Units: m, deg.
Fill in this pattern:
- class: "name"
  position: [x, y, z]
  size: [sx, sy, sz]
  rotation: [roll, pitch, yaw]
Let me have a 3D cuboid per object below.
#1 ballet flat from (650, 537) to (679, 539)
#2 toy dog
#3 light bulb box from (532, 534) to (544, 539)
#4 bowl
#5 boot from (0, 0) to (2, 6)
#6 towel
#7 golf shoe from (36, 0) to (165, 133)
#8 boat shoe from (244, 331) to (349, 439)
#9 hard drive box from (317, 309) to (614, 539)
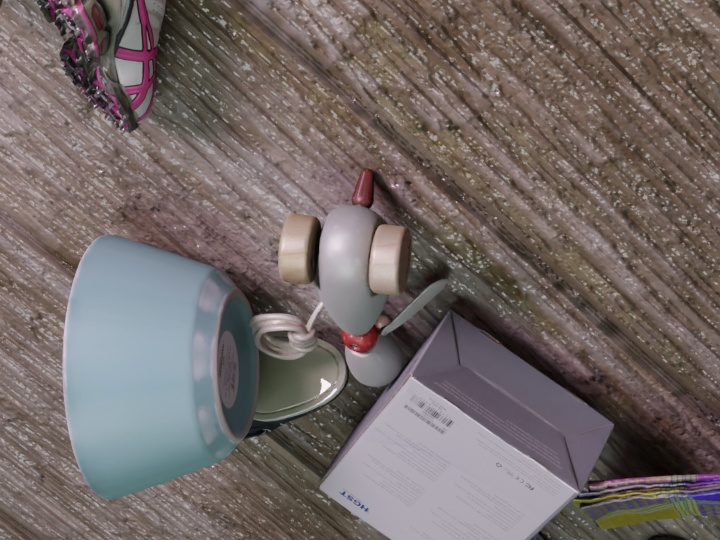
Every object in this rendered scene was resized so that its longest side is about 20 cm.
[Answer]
- class: "ballet flat"
  position: [0.322, 0.271, 1.707]
  size: [0.199, 0.047, 0.068]
  rotation: [18, 138, 2]
- class: "toy dog"
  position: [0.000, 0.000, 1.540]
  size: [0.131, 0.097, 0.200]
  rotation: [19, 153, -3]
- class: "light bulb box"
  position: [0.099, 0.331, 1.797]
  size: [0.199, 0.125, 0.198]
  rotation: [-21, 124, 37]
- class: "bowl"
  position: [-0.140, 0.072, 1.574]
  size: [0.104, 0.202, 0.202]
  rotation: [-2, 134, 13]
- class: "boot"
  position: [-0.299, -0.193, 1.386]
  size: [0.199, 0.155, 0.072]
  rotation: [-10, 130, 28]
- class: "towel"
  position: [0.266, 0.176, 1.592]
  size: [0.199, 0.023, 0.144]
  rotation: [-4, 164, 11]
- class: "golf shoe"
  position: [-0.160, -0.164, 1.422]
  size: [0.073, 0.092, 0.200]
  rotation: [43, 165, 18]
- class: "boat shoe"
  position: [-0.089, 0.100, 1.678]
  size: [0.198, 0.075, 0.066]
  rotation: [-17, 155, 22]
- class: "hard drive box"
  position: [0.077, 0.145, 1.618]
  size: [0.155, 0.077, 0.200]
  rotation: [35, 141, -2]
